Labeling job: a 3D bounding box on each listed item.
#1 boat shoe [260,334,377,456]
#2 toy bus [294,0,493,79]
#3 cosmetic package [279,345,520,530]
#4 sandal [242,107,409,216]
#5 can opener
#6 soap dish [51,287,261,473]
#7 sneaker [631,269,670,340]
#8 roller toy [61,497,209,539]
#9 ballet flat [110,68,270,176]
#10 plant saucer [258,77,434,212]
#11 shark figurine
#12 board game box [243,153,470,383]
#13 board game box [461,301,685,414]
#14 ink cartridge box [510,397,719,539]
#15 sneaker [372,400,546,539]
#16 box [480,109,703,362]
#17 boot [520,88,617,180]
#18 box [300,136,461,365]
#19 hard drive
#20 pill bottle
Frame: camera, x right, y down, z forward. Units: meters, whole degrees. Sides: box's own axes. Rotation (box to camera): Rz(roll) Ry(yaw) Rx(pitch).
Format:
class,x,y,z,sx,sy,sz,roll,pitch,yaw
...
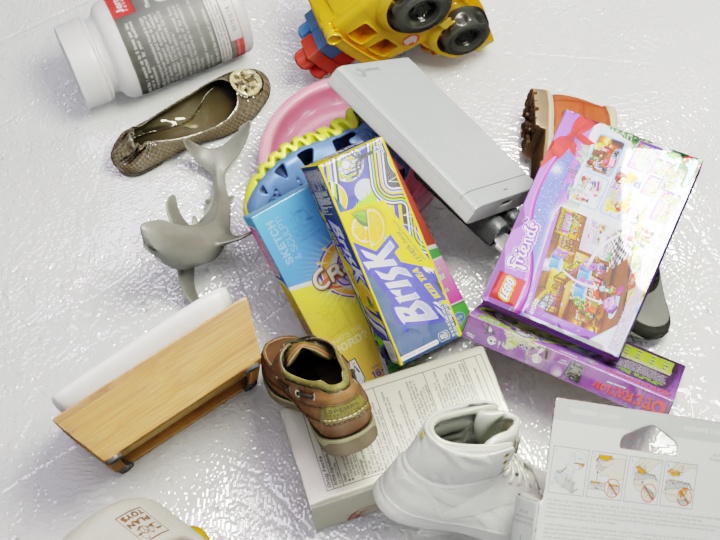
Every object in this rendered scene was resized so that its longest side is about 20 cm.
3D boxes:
class,x,y,z,sx,sy,sz,roll,pitch,yaw
boat shoe,-0.041,0.088,1.034,0.072,0.068,0.200,-24,25,-18
toy bus,0.024,-0.278,1.290,0.192,0.200,0.136,-37,59,24
cosmetic package,0.036,0.156,1.082,0.199,0.087,0.104,-15,63,-6
sandal,-0.027,-0.098,1.174,0.200,0.080,0.087,-34,70,-13
can opener,0.130,-0.041,1.170,0.200,0.067,0.053,47,46,14
soap dish,-0.182,0.108,1.089,0.200,0.157,0.081,-33,82,-14
sneaker,0.257,-0.026,1.143,0.074,0.079,0.201,-21,90,-33
roller toy,-0.195,0.288,0.970,0.140,0.183,0.200,34,69,20
ballet flat,-0.187,-0.170,1.291,0.200,0.046,0.067,-30,65,-13
plant saucer,-0.008,-0.116,1.251,0.200,0.051,0.201,-1,63,3
shark figurine,-0.144,-0.054,1.205,0.089,0.128,0.215,-11,32,22
board game box,0.000,0.000,1.133,0.153,0.040,0.201,-31,101,-13
board game box,0.204,0.076,1.107,0.199,0.120,0.032,24,104,15
ink cartridge box,0.225,0.205,0.991,0.199,0.044,0.174,11,84,-22
sneaker,0.123,0.171,0.995,0.199,0.116,0.074,9,40,-28
box,0.214,-0.034,1.084,0.136,0.039,0.201,24,83,16
boot,0.226,-0.096,1.219,0.107,0.075,0.201,7,67,-7
box,0.020,-0.018,1.083,0.070,0.064,0.201,-25,100,-13
hard drive,0.074,-0.133,1.154,0.200,0.027,0.132,47,34,17
pill bottle,-0.231,-0.263,1.305,0.199,0.114,0.114,-24,63,-10
